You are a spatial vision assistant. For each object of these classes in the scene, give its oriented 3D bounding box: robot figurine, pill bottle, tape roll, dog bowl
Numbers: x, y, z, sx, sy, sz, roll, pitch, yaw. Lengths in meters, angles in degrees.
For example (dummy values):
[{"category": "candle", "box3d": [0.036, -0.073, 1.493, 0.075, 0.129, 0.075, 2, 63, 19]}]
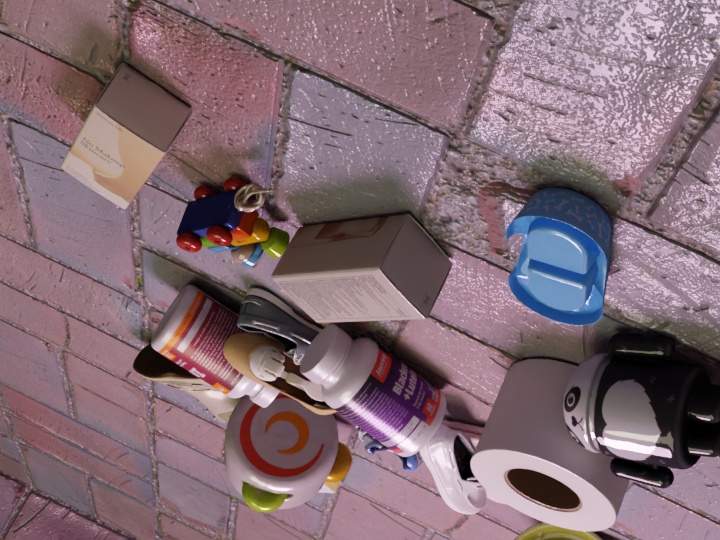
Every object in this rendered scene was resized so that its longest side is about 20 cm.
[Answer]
[{"category": "robot figurine", "box3d": [0.335, 0.164, 1.497, 0.198, 0.152, 0.125, 7, 160, 34]}, {"category": "pill bottle", "box3d": [0.015, 0.165, 1.810, 0.199, 0.112, 0.111, 37, 152, -18]}, {"category": "tape roll", "box3d": [0.258, 0.227, 1.664, 0.201, 0.140, 0.203, 22, 153, 12]}, {"category": "dog bowl", "box3d": [0.217, -0.015, 1.378, 0.110, 0.050, 0.201, 17, 151, 19]}, {"category": "pill bottle", "box3d": [-0.205, 0.119, 1.928, 0.199, 0.114, 0.113, 34, 153, -12]}]

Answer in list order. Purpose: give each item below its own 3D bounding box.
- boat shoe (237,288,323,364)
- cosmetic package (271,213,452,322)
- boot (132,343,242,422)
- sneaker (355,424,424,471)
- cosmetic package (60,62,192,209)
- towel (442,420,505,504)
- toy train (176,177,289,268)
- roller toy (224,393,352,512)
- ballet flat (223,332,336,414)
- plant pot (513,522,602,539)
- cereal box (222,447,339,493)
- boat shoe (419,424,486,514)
[{"category": "boat shoe", "box3d": [-0.095, 0.105, 1.859, 0.199, 0.062, 0.073, 37, 151, -19]}, {"category": "cosmetic package", "box3d": [0.000, 0.000, 1.562, 0.199, 0.088, 0.103, -2, 140, 46]}, {"category": "boot", "box3d": [-0.281, 0.193, 2.178, 0.198, 0.073, 0.155, 4, 147, 37]}, {"category": "sneaker", "box3d": [0.024, 0.226, 1.925, 0.199, 0.085, 0.077, 36, 153, 3]}, {"category": "cosmetic package", "box3d": [-0.289, -0.160, 1.566, 0.105, 0.072, 0.200, 33, 153, -10]}, {"category": "towel", "box3d": [0.232, 0.300, 1.931, 0.189, 0.032, 0.201, 6, 144, 36]}, {"category": "toy train", "box3d": [-0.133, -0.055, 1.606, 0.115, 0.086, 0.199, 32, 155, -33]}, {"category": "roller toy", "box3d": [-0.128, 0.286, 2.078, 0.183, 0.198, 0.140, 58, 160, 19]}, {"category": "ballet flat", "box3d": [-0.106, 0.148, 1.868, 0.199, 0.069, 0.063, 29, 172, -16]}, {"category": "plant pot", "box3d": [0.332, 0.528, 2.096, 0.198, 0.202, 0.184, 17, 163, 19]}, {"category": "cereal box", "box3d": [-0.146, 0.359, 2.373, 0.199, 0.040, 0.144, -8, 136, 49]}, {"category": "boat shoe", "box3d": [0.154, 0.297, 1.904, 0.068, 0.072, 0.201, 6, 135, 38]}]
